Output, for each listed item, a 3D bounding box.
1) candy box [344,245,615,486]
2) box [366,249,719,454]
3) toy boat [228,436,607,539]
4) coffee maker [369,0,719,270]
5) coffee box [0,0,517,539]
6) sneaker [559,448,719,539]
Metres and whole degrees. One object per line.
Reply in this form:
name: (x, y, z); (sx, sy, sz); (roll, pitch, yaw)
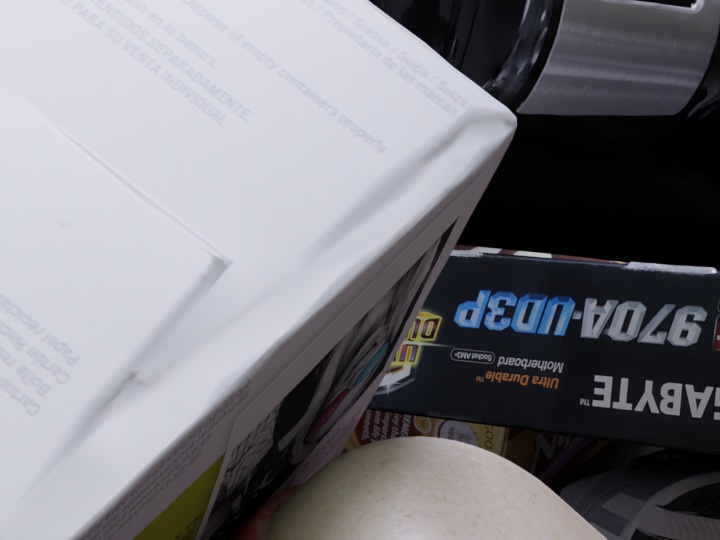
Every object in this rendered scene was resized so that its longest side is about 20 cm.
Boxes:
candy box: (0.000, 0.000, 0.854); (0.199, 0.057, 0.116); (27, 35, 30)
box: (0.108, 0.027, 0.705); (0.158, 0.046, 0.199); (5, -2, 40)
toy boat: (0.029, 0.132, 0.580); (0.200, 0.131, 0.131); (41, 10, -36)
coffee maker: (0.096, -0.049, 0.745); (0.199, 0.193, 0.135); (8, 47, -20)
coffee box: (-0.124, 0.018, 0.573); (0.199, 0.198, 0.200); (38, 50, 10)
sneaker: (0.146, 0.085, 0.738); (0.199, 0.076, 0.115); (17, 1, -21)
